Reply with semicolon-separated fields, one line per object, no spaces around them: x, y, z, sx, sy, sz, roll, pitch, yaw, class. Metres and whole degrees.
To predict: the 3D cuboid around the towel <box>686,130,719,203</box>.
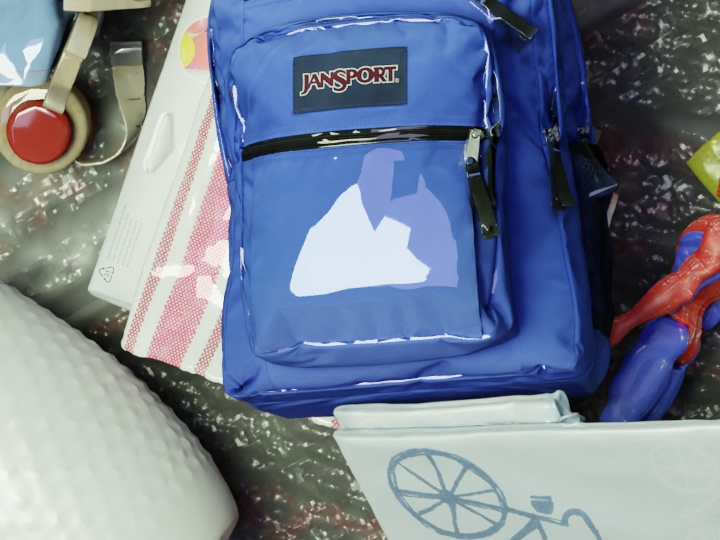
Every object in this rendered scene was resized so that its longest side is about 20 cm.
0.238;0.000;0.944;0.086;0.018;0.200;-42;81;12;towel

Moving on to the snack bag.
0.106;0.120;0.872;0.199;0.021;0.189;-5;129;31;snack bag

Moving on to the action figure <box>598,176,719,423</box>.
0.129;0.036;0.942;0.052;0.065;0.201;31;93;30;action figure

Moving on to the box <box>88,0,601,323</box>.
-0.009;-0.027;0.998;0.199;0.041;0.157;21;97;12;box

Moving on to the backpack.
0.020;-0.052;0.862;0.161;0.168;0.201;-3;79;8;backpack

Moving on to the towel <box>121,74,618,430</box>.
0.000;0.000;0.961;0.199;0.030;0.147;20;96;14;towel

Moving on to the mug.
-0.160;0.118;1.004;0.175;0.148;0.200;32;130;4;mug

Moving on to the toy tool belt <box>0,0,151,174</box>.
-0.153;-0.132;0.968;0.124;0.123;0.201;0;105;0;toy tool belt
